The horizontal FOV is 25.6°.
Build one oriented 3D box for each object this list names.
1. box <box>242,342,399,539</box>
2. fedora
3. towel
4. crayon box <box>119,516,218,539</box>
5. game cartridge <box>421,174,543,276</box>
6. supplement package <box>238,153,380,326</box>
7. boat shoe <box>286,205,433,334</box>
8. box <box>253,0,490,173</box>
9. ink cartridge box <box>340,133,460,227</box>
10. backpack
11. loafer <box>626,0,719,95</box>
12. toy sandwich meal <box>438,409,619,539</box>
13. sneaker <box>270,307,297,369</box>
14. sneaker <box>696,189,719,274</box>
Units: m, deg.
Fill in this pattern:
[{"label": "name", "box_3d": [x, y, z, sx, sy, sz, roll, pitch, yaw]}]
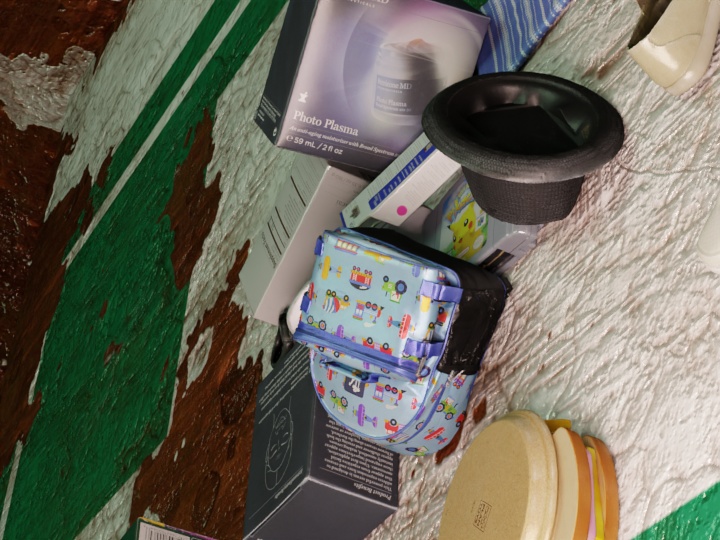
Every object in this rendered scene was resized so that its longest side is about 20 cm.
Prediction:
[{"label": "box", "box_3d": [-0.038, 0.181, 1.650, 0.148, 0.106, 0.201, -47, 29, 44]}, {"label": "fedora", "box_3d": [0.146, -0.103, 1.447, 0.201, 0.199, 0.092, -106, 12, -58]}, {"label": "towel", "box_3d": [0.178, -0.292, 1.683, 0.200, 0.024, 0.145, -53, 27, 35]}, {"label": "crayon box", "box_3d": [-0.188, 0.358, 1.719, 0.173, 0.199, 0.059, -50, 28, 39]}, {"label": "game cartridge", "box_3d": [0.117, -0.043, 1.584, 0.200, 0.040, 0.134, -43, 29, 48]}, {"label": "supplement package", "box_3d": [-0.040, -0.034, 1.836, 0.201, 0.120, 0.120, -63, 22, 16]}, {"label": "boat shoe", "box_3d": [0.000, 0.000, 1.710, 0.200, 0.072, 0.066, -45, 11, -3]}, {"label": "box", "box_3d": [0.010, -0.220, 1.743, 0.123, 0.198, 0.200, -130, 54, -66]}, {"label": "ink cartridge box", "box_3d": [0.063, -0.106, 1.648, 0.200, 0.037, 0.095, -42, 16, 7]}, {"label": "backpack", "box_3d": [0.025, 0.073, 1.509, 0.182, 0.134, 0.202, 24, 103, 33]}, {"label": "loafer", "box_3d": [0.273, -0.250, 1.347, 0.076, 0.068, 0.202, -27, 46, 60]}, {"label": "toy sandwich meal", "box_3d": [0.131, 0.203, 1.280, 0.205, 0.070, 0.207, -163, 90, -72]}, {"label": "sneaker", "box_3d": [-0.032, 0.051, 1.768, 0.201, 0.099, 0.071, -60, 21, 18]}, {"label": "sneaker", "box_3d": [0.292, -0.088, 1.135, 0.201, 0.081, 0.075, -60, 24, 25]}]
